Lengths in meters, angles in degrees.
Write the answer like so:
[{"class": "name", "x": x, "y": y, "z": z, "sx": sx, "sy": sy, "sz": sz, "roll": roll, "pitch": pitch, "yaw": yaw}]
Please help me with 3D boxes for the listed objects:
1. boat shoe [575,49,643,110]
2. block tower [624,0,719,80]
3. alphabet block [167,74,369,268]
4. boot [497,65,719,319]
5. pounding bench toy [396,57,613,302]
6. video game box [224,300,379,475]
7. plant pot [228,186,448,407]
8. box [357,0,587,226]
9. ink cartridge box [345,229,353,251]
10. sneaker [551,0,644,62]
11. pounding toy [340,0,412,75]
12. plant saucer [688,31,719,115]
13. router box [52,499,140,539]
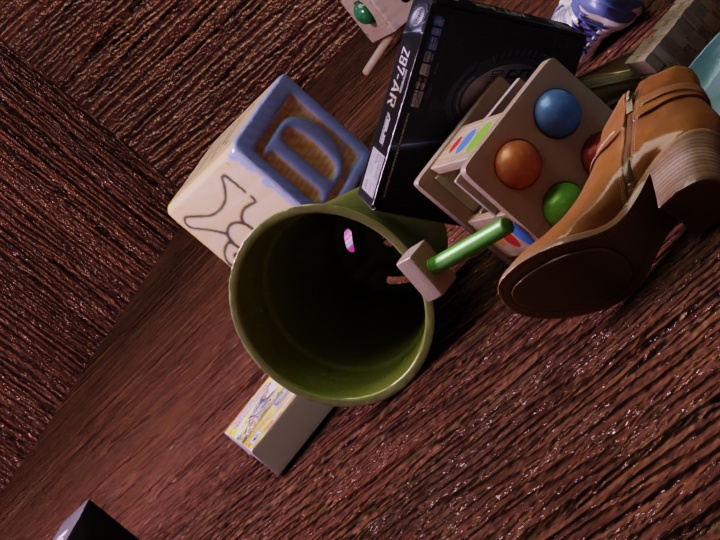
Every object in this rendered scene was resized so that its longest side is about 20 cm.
[{"class": "boat shoe", "x": 0.225, "y": -0.157, "z": 1.711, "sx": 0.073, "sy": 0.063, "sz": 0.200, "roll": -26, "pitch": 4, "yaw": -22}, {"class": "block tower", "x": 0.317, "y": -0.240, "z": 1.596, "sx": 0.200, "sy": 0.054, "sz": 0.058, "roll": -50, "pitch": 11, "yaw": -5}, {"class": "alphabet block", "x": -0.133, "y": -0.129, "z": 2.720, "sx": 0.200, "sy": 0.195, "sz": 0.197, "roll": -38, "pitch": 14, "yaw": 44}, {"class": "boot", "x": 0.184, "y": -0.062, "z": 1.369, "sx": 0.200, "sy": 0.077, "sz": 0.155, "roll": -39, "pitch": 30, "yaw": 27}, {"class": "pounding bench toy", "x": 0.127, "y": -0.059, "z": 1.560, "sx": 0.200, "sy": 0.124, "sz": 0.156, "roll": -52, "pitch": 11, "yaw": -10}, {"class": "video game box", "x": -0.054, "y": 0.115, "z": 1.930, "sx": 0.200, "sy": 0.047, "sz": 0.182, "roll": -51, "pitch": 8, "yaw": -8}, {"class": "plant pot", "x": 0.000, "y": 0.000, "z": 1.759, "sx": 0.200, "sy": 0.200, "sz": 0.190, "roll": -44, "pitch": 3, "yaw": 28}, {"class": "box", "x": 0.101, "y": -0.141, "z": 1.672, "sx": 0.044, "sy": 0.160, "sz": 0.200, "roll": -132, "pitch": 55, "yaw": -61}, {"class": "ink cartridge box", "x": -0.024, "y": -0.023, "z": 2.322, "sx": 0.200, "sy": 0.037, "sz": 0.095, "roll": -45, "pitch": 11, "yaw": 33}, {"class": "sneaker", "x": 0.245, "y": -0.260, "z": 1.964, "sx": 0.088, "sy": 0.075, "sz": 0.200, "roll": -61, "pitch": 3, "yaw": 2}, {"class": "pounding toy", "x": 0.062, "y": -0.484, "z": 3.383, "sx": 0.200, "sy": 0.142, "sz": 0.184, "roll": -41, "pitch": 9, "yaw": -12}, {"class": "plant saucer", "x": 0.303, "y": -0.157, "z": 1.441, "sx": 0.200, "sy": 0.027, "sz": 0.200, "roll": -47, "pitch": 11, "yaw": 12}, {"class": "router box", "x": -0.238, "y": 0.324, "z": 1.676, "sx": 0.051, "sy": 0.149, "sz": 0.200, "roll": -42, "pitch": 12, "yaw": 32}]
